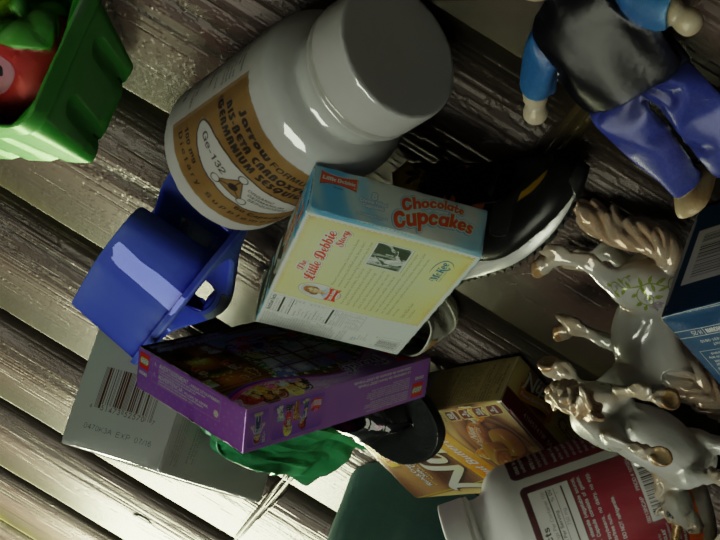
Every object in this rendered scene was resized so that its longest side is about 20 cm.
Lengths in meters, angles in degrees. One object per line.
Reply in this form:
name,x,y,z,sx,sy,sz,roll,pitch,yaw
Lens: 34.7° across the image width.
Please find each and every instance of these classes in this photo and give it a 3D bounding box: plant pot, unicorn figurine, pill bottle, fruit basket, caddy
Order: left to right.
fruit basket,-0.293,-0.180,0.850,0.215,0.156,0.216,16,160,6
caddy,-0.153,0.000,0.961,0.105,0.142,0.200,38,146,-6
pill bottle,-0.036,-0.106,0.763,0.114,0.115,0.200,44,143,-19
plant pot,0.045,0.326,1.210,0.200,0.161,0.201,20,144,15
pill bottle,0.168,0.194,0.914,0.199,0.113,0.113,-19,133,2
unicorn figurine,0.196,0.046,0.808,0.137,0.074,0.200,11,142,30
unicorn figurine,0.206,0.125,0.780,0.200,0.074,0.137,44,162,-11

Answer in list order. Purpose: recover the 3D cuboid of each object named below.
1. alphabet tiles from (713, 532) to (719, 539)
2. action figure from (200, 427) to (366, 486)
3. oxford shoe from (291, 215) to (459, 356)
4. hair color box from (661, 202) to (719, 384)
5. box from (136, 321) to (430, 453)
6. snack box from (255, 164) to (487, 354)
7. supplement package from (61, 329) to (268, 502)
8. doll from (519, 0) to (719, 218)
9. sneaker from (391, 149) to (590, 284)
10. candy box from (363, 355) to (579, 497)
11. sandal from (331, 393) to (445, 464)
alphabet tiles,0.264,0.200,0.849,0.006,0.200,0.167,42,136,23
action figure,-0.078,0.153,1.088,0.118,0.055,0.200,-45,144,19
oxford shoe,0.002,-0.005,0.915,0.200,0.058,0.075,47,144,-20
hair color box,0.284,0.053,0.741,0.200,0.100,0.060,45,144,-20
box,-0.060,0.082,0.933,0.137,0.199,0.039,23,113,41
snack box,0.000,0.000,0.800,0.116,0.037,0.200,14,155,-9
supplement package,-0.171,0.143,1.116,0.116,0.118,0.200,10,166,26
doll,0.150,-0.115,0.674,0.200,0.049,0.136,45,142,-21
sneaker,0.067,-0.045,0.803,0.090,0.070,0.200,38,147,-17
candy box,0.093,0.146,1.038,0.200,0.055,0.115,-17,122,47
sandal,-0.009,0.119,1.025,0.200,0.048,0.076,24,116,40
